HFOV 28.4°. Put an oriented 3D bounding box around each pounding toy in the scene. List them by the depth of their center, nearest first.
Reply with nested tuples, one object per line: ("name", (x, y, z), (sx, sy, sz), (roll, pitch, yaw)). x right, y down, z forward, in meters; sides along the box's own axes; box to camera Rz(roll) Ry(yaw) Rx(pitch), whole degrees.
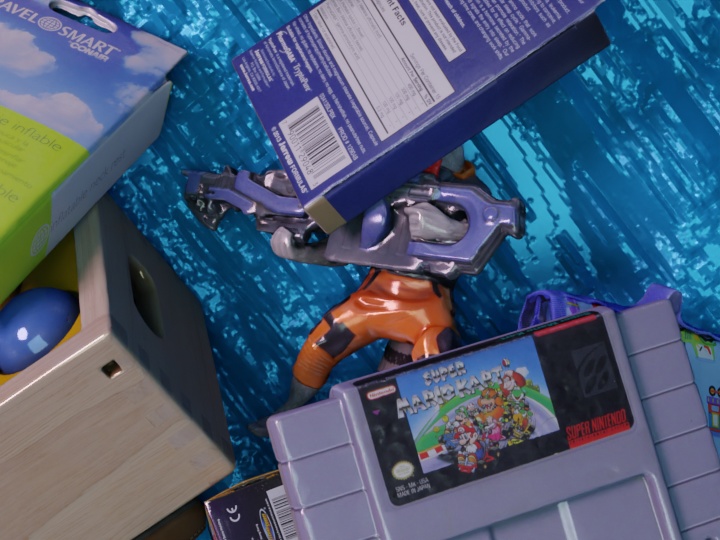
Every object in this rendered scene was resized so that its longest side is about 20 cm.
("pounding toy", (-0.188, 0.047, 0.720), (0.184, 0.200, 0.142), (-33, 122, 6))

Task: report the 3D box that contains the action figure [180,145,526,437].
("action figure", (0.000, 0.000, 0.757), (0.199, 0.104, 0.195), (17, 94, 29))

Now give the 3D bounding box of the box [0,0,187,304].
("box", (-0.183, -0.069, 0.699), (0.121, 0.200, 0.048), (25, 131, 7))

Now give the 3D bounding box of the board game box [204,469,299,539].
("board game box", (-0.020, 0.205, 0.706), (0.056, 0.165, 0.201), (-19, 78, -11))

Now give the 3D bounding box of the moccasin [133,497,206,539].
("moccasin", (-0.145, 0.185, 0.735), (0.073, 0.201, 0.078), (-9, 114, 33))

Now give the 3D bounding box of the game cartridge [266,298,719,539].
("game cartridge", (0.068, 0.096, 0.642), (0.199, 0.038, 0.131), (-16, 90, -15))

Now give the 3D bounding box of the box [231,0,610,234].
("box", (0.039, -0.118, 0.710), (0.199, 0.122, 0.032), (-34, 140, 9))

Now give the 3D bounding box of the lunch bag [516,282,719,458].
("lunch bag", (0.132, 0.105, 0.724), (0.150, 0.094, 0.201), (15, 89, -31))
